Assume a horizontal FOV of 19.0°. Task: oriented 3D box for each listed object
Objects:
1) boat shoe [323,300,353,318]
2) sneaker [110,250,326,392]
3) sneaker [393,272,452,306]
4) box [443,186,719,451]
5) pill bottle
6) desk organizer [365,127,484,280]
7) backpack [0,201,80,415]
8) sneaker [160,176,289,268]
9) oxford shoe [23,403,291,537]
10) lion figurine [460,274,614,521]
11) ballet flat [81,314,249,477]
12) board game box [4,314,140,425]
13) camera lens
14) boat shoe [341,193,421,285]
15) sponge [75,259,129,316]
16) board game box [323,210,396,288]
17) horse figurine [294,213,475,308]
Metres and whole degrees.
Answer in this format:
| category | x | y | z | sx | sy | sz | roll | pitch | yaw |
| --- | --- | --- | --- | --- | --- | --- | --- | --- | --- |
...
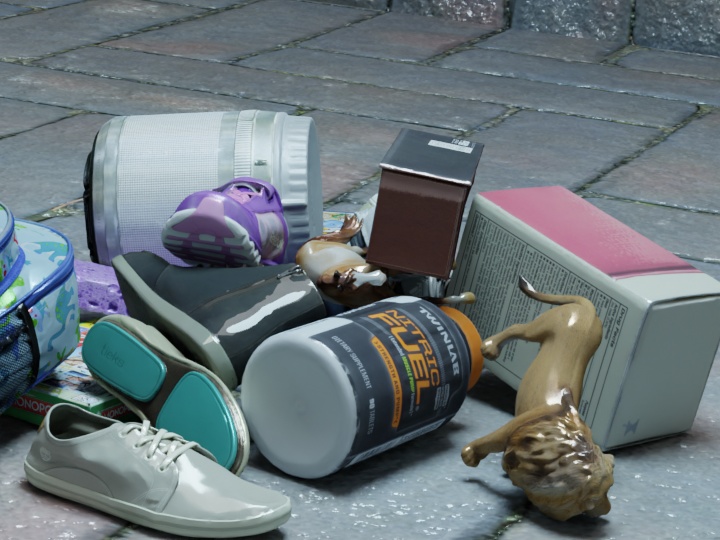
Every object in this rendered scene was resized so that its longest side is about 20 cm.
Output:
| category | x | y | z | sx | sy | sz | roll | pitch | yaw |
| --- | --- | --- | --- | --- | --- | --- | --- | --- | --- |
| boat shoe | -0.018 | 0.026 | 1.808 | 0.068 | 0.085 | 0.200 | 7 | 18 | 13 |
| sneaker | -0.109 | 0.024 | 1.633 | 0.106 | 0.075 | 0.200 | -30 | 35 | -19 |
| sneaker | 0.075 | 0.030 | 1.867 | 0.114 | 0.076 | 0.200 | 4 | 5 | 19 |
| box | 0.174 | 0.033 | 1.685 | 0.108 | 0.129 | 0.200 | -6 | 31 | -42 |
| pill bottle | 0.010 | 0.078 | 1.579 | 0.106 | 0.107 | 0.199 | 14 | 18 | 32 |
| desk organizer | 0.051 | -0.055 | 1.696 | 0.071 | 0.078 | 0.200 | 12 | 13 | 4 |
| backpack | -0.301 | 0.024 | 1.538 | 0.182 | 0.148 | 0.200 | 14 | 31 | 28 |
| sneaker | -0.099 | -0.038 | 1.703 | 0.080 | 0.089 | 0.200 | 15 | -11 | 12 |
| oxford shoe | -0.138 | 0.133 | 1.433 | 0.198 | 0.058 | 0.075 | 14 | 15 | 24 |
| lion figurine | 0.137 | 0.082 | 1.521 | 0.072 | 0.202 | 0.122 | 19 | -25 | -29 |
| ballet flat | -0.126 | 0.095 | 1.539 | 0.069 | 0.070 | 0.200 | -7 | 35 | -37 |
| board game box | -0.200 | 0.079 | 1.663 | 0.134 | 0.029 | 0.199 | 14 | 18 | 28 |
| camera lens | -0.137 | -0.059 | 1.894 | 0.198 | 0.162 | 0.160 | -2 | 15 | 4 |
| boat shoe | 0.016 | -0.024 | 1.890 | 0.064 | 0.075 | 0.202 | -33 | 13 | 4 |
| sponge | -0.163 | 0.026 | 1.786 | 0.198 | 0.030 | 0.112 | 12 | 5 | 0 |
| board game box | -0.002 | -0.015 | 2.049 | 0.134 | 0.035 | 0.200 | 3 | 16 | -7 |
| horse figurine | 0.000 | 0.000 | 1.702 | 0.131 | 0.050 | 0.200 | -4 | 15 | -24 |
